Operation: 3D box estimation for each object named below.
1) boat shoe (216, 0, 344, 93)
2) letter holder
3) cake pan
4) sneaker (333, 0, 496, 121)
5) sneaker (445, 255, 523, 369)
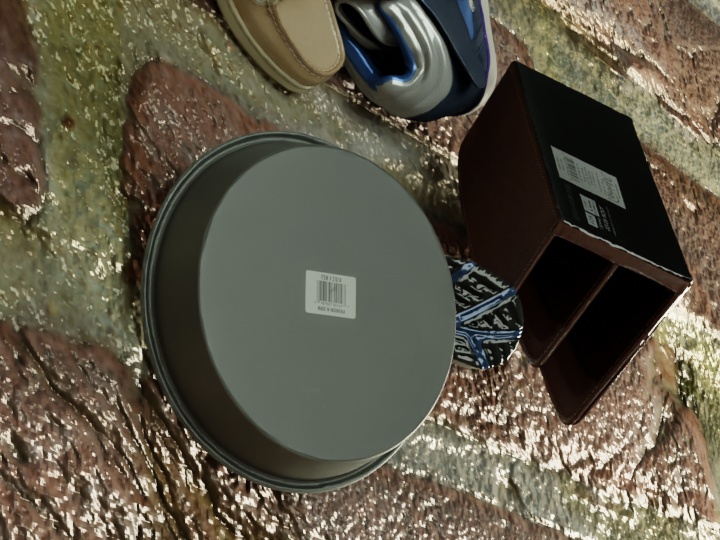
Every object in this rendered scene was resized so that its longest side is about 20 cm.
[{"bbox_3d":[-0.053,-0.199,1.233,0.201,0.069,0.074,62,38,-24],"label":"boat shoe"},{"bbox_3d":[0.118,-0.016,1.348,0.100,0.142,0.200,23,29,-20],"label":"letter holder"},{"bbox_3d":[-0.025,0.019,1.121,0.200,0.037,0.201,9,76,-36],"label":"cake pan"},{"bbox_3d":[0.025,-0.197,1.361,0.146,0.080,0.201,-2,79,-62],"label":"sneaker"},{"bbox_3d":[0.000,0.000,1.221,0.200,0.077,0.076,35,75,-21],"label":"sneaker"}]
